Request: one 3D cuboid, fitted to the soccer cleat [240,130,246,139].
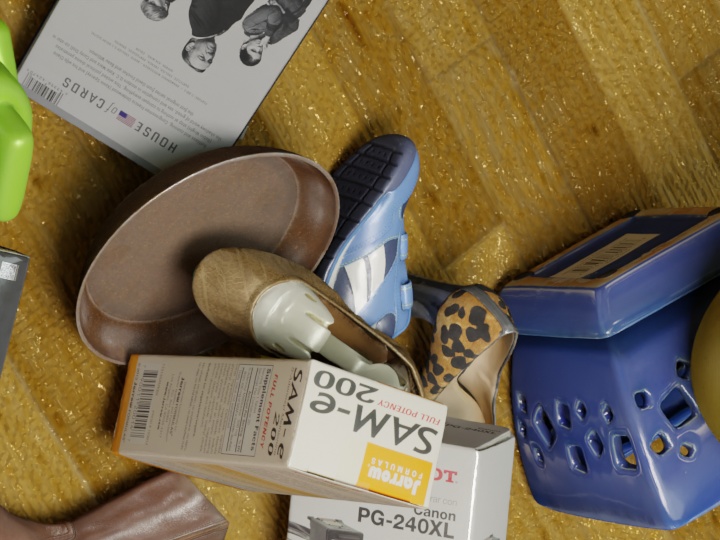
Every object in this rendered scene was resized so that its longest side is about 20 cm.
[{"bbox_3d":[-0.110,-0.144,1.607,0.085,0.069,0.201,18,104,3],"label":"soccer cleat"}]

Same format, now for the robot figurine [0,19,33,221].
[{"bbox_3d":[-0.281,-0.108,1.451,0.175,0.200,0.116,-22,143,-36],"label":"robot figurine"}]

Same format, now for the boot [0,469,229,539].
[{"bbox_3d":[-0.192,0.162,1.606,0.199,0.064,0.188,-19,114,-24],"label":"boot"}]

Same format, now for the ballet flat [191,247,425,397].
[{"bbox_3d":[-0.026,0.048,1.594,0.200,0.072,0.068,37,89,-35],"label":"ballet flat"}]

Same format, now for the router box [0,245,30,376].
[{"bbox_3d":[-0.280,0.072,1.489,0.052,0.157,0.202,14,92,-29],"label":"router box"}]

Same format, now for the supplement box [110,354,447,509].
[{"bbox_3d":[-0.056,0.105,1.569,0.126,0.199,0.074,21,76,-39],"label":"supplement box"}]

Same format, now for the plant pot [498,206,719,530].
[{"bbox_3d":[0.220,0.062,1.744,0.199,0.200,0.181,-28,103,-23],"label":"plant pot"}]

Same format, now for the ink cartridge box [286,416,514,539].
[{"bbox_3d":[0.024,0.205,1.673,0.083,0.144,0.202,-10,106,-66],"label":"ink cartridge box"}]

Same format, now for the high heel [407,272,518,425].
[{"bbox_3d":[0.084,0.102,1.700,0.071,0.142,0.201,-23,108,-24],"label":"high heel"}]

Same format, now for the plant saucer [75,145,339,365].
[{"bbox_3d":[-0.108,-0.015,1.589,0.199,0.035,0.201,-24,147,-17],"label":"plant saucer"}]

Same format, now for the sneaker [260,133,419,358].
[{"bbox_3d":[0.000,0.000,1.683,0.082,0.074,0.201,21,95,-30],"label":"sneaker"}]

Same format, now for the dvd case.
[{"bbox_3d":[-0.120,-0.159,1.527,0.150,0.025,0.200,32,121,-7],"label":"dvd case"}]

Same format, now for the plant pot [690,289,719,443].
[{"bbox_3d":[0.303,0.067,1.601,0.199,0.142,0.202,2,84,-24],"label":"plant pot"}]
